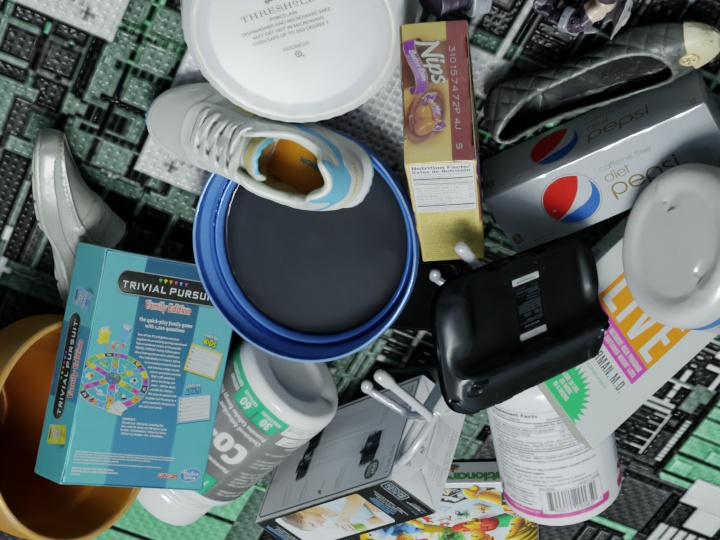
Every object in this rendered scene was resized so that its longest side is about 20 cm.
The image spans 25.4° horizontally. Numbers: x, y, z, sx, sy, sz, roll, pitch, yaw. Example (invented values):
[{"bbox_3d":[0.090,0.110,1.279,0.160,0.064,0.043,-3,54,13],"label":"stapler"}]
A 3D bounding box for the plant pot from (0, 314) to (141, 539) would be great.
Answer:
[{"bbox_3d":[-0.317,0.136,1.449,0.183,0.200,0.201,3,134,39],"label":"plant pot"}]

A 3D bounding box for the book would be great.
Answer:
[{"bbox_3d":[0.228,0.036,1.369,0.200,0.048,0.134,-42,115,-9],"label":"book"}]

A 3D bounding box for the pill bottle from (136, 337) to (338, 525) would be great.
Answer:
[{"bbox_3d":[-0.124,0.149,1.497,0.113,0.113,0.200,36,121,-22],"label":"pill bottle"}]

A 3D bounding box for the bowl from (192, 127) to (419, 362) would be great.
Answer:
[{"bbox_3d":[-0.044,-0.024,1.354,0.200,0.039,0.201,4,102,17],"label":"bowl"}]

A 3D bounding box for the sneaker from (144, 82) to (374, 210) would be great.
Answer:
[{"bbox_3d":[-0.091,-0.104,1.290,0.199,0.081,0.077,19,102,19],"label":"sneaker"}]

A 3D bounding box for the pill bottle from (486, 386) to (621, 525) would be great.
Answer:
[{"bbox_3d":[0.170,0.120,1.451,0.113,0.113,0.201,-8,119,9],"label":"pill bottle"}]

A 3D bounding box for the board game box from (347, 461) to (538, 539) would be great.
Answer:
[{"bbox_3d":[0.080,0.248,1.609,0.199,0.035,0.127,-2,128,5],"label":"board game box"}]

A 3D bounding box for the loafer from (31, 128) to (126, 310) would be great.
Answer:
[{"bbox_3d":[-0.240,-0.041,1.392,0.069,0.070,0.200,-6,135,2],"label":"loafer"}]

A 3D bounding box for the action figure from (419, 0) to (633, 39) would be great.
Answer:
[{"bbox_3d":[0.144,-0.237,1.212,0.199,0.069,0.131,-2,119,-16],"label":"action figure"}]

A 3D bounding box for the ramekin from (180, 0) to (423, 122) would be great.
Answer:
[{"bbox_3d":[-0.048,-0.206,1.233,0.201,0.094,0.203,2,128,2],"label":"ramekin"}]

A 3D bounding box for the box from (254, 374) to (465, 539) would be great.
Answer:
[{"bbox_3d":[-0.002,0.181,1.477,0.060,0.117,0.200,38,140,-25],"label":"box"}]

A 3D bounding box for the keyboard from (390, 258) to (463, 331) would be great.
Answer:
[{"bbox_3d":[0.000,0.000,1.423,0.199,0.040,0.104,4,125,14],"label":"keyboard"}]

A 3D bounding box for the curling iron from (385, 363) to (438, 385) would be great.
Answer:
[{"bbox_3d":[0.078,0.084,1.433,0.200,0.025,0.050,-19,89,60],"label":"curling iron"}]

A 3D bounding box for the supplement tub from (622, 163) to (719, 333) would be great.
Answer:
[{"bbox_3d":[0.324,-0.010,1.294,0.199,0.132,0.132,7,132,-34],"label":"supplement tub"}]

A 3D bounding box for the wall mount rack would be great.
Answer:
[{"bbox_3d":[0.062,0.056,1.281,0.074,0.174,0.200,32,81,-3],"label":"wall mount rack"}]

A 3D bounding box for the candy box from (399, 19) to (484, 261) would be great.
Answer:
[{"bbox_3d":[0.065,-0.096,1.242,0.056,0.117,0.200,-3,159,4],"label":"candy box"}]

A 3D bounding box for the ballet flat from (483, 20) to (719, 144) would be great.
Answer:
[{"bbox_3d":[0.194,-0.148,1.280,0.199,0.057,0.066,-18,141,19],"label":"ballet flat"}]

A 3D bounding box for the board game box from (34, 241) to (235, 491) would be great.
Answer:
[{"bbox_3d":[-0.190,0.086,1.387,0.151,0.047,0.201,11,90,-43],"label":"board game box"}]

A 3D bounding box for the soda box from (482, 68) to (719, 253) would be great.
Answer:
[{"bbox_3d":[0.203,-0.090,1.325,0.199,0.064,0.068,-24,122,19],"label":"soda box"}]

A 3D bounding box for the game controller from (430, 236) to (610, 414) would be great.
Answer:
[{"bbox_3d":[0.127,0.040,1.252,0.042,0.200,0.105,-11,95,45],"label":"game controller"}]
